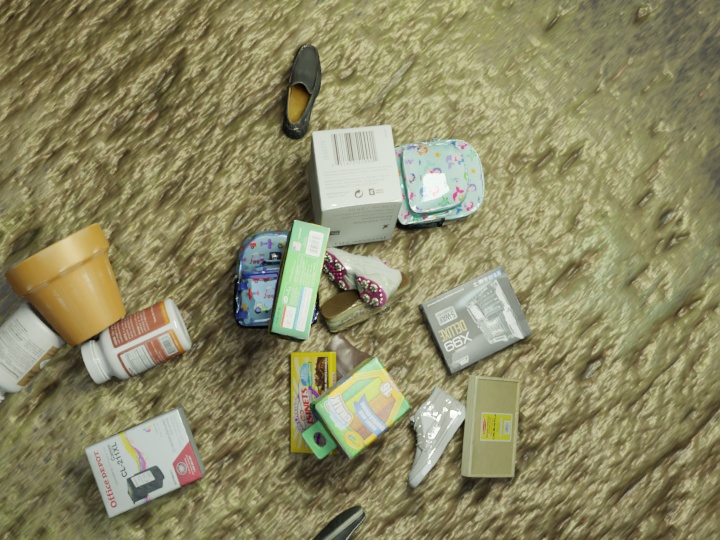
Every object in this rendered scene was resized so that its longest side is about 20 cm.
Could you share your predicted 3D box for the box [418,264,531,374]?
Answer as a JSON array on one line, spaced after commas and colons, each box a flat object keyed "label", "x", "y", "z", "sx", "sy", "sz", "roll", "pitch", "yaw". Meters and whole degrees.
[{"label": "box", "x": 0.241, "y": 0.103, "z": 1.753, "sx": 0.196, "sy": 0.050, "sz": 0.161, "roll": -24, "pitch": 88, "yaw": -7}]

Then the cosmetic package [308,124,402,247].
[{"label": "cosmetic package", "x": -0.015, "y": -0.165, "z": 1.664, "sx": 0.160, "sy": 0.201, "sz": 0.169, "roll": -6, "pitch": 71, "yaw": -6}]

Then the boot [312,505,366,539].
[{"label": "boot", "x": -0.032, "y": 0.593, "z": 1.673, "sx": 0.203, "sy": 0.073, "sz": 0.154, "roll": -43, "pitch": 93, "yaw": -3}]

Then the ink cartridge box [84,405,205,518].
[{"label": "ink cartridge box", "x": -0.426, "y": 0.379, "z": 1.648, "sx": 0.196, "sy": 0.083, "sz": 0.149, "roll": -22, "pitch": 88, "yaw": -7}]

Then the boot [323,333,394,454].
[{"label": "boot", "x": -0.040, "y": 0.254, "z": 1.717, "sx": 0.165, "sy": 0.072, "sz": 0.202, "roll": 36, "pitch": 86, "yaw": 13}]

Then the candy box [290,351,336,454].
[{"label": "candy box", "x": -0.097, "y": 0.270, "z": 1.695, "sx": 0.100, "sy": 0.026, "sz": 0.206, "roll": -4, "pitch": 84, "yaw": 30}]

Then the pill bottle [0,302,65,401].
[{"label": "pill bottle", "x": -0.685, "y": 0.173, "z": 1.626, "sx": 0.114, "sy": 0.114, "sz": 0.200, "roll": 43, "pitch": 82, "yaw": 0}]

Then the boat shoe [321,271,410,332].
[{"label": "boat shoe", "x": 0.014, "y": 0.064, "z": 1.734, "sx": 0.196, "sy": 0.064, "sz": 0.074, "roll": -22, "pitch": 42, "yaw": -4}]

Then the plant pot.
[{"label": "plant pot", "x": -0.557, "y": 0.037, "z": 1.620, "sx": 0.197, "sy": 0.200, "sz": 0.186, "roll": -29, "pitch": 99, "yaw": -7}]

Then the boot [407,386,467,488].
[{"label": "boot", "x": 0.133, "y": 0.341, "z": 1.718, "sx": 0.095, "sy": 0.074, "sz": 0.202, "roll": 35, "pitch": 74, "yaw": 5}]

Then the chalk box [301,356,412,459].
[{"label": "chalk box", "x": -0.020, "y": 0.278, "z": 1.604, "sx": 0.199, "sy": 0.124, "sz": 0.125, "roll": -38, "pitch": 89, "yaw": -13}]

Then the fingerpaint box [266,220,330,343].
[{"label": "fingerpaint box", "x": -0.119, "y": 0.025, "z": 1.534, "sx": 0.071, "sy": 0.167, "sz": 0.205, "roll": 12, "pitch": 82, "yaw": -8}]

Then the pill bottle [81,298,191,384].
[{"label": "pill bottle", "x": -0.447, "y": 0.146, "z": 1.653, "sx": 0.196, "sy": 0.112, "sz": 0.114, "roll": -24, "pitch": 87, "yaw": -7}]

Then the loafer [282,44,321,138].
[{"label": "loafer", "x": -0.121, "y": -0.385, "z": 1.753, "sx": 0.071, "sy": 0.072, "sz": 0.206, "roll": 7, "pitch": 83, "yaw": -4}]

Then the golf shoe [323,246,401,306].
[{"label": "golf shoe", "x": 0.000, "y": 0.000, "z": 1.713, "sx": 0.198, "sy": 0.077, "sz": 0.091, "roll": 33, "pitch": 52, "yaw": 30}]

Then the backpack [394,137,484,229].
[{"label": "backpack", "x": 0.161, "y": -0.184, "z": 1.730, "sx": 0.195, "sy": 0.151, "sz": 0.183, "roll": -6, "pitch": 84, "yaw": -11}]

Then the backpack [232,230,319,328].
[{"label": "backpack", "x": -0.170, "y": 0.014, "z": 1.682, "sx": 0.177, "sy": 0.135, "sz": 0.206, "roll": 2, "pitch": 82, "yaw": -6}]

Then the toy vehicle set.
[{"label": "toy vehicle set", "x": 0.272, "y": 0.324, "z": 1.723, "sx": 0.122, "sy": 0.026, "sz": 0.206, "roll": 9, "pitch": 83, "yaw": -30}]
